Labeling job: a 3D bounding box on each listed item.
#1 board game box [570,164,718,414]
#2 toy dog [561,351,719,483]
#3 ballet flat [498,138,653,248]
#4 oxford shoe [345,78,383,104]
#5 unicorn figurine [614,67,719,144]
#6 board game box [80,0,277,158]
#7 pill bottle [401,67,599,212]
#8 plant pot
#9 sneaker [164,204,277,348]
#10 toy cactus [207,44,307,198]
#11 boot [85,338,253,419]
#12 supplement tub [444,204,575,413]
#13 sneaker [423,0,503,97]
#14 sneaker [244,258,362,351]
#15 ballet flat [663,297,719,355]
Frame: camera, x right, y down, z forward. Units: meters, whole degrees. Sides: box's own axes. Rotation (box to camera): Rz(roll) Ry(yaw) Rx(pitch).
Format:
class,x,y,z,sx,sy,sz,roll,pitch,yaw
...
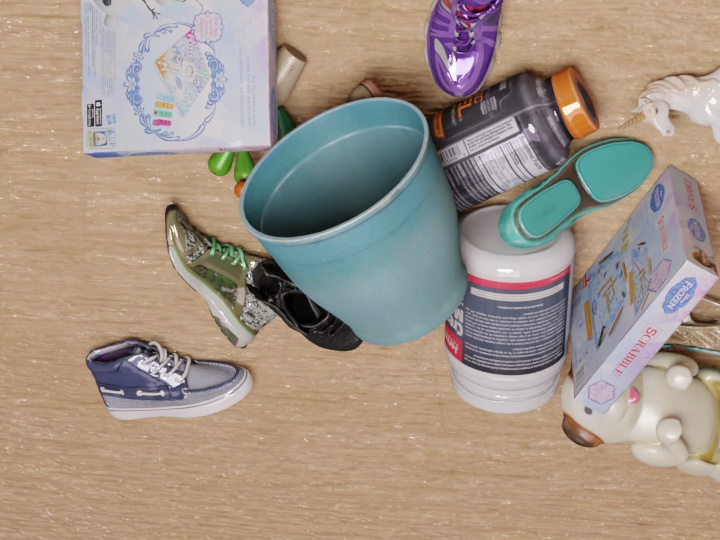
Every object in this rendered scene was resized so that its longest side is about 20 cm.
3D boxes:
class,x,y,z,sx,sy,sz,roll,pitch,yaw
board game box,0.292,0.018,1.393,0.041,0.200,0.200,27,122,-10
toy dog,0.324,0.149,1.490,0.199,0.194,0.140,14,89,-20
ballet flat,0.219,-0.082,1.392,0.068,0.200,0.070,62,154,-4
oxford shoe,-0.013,-0.113,1.398,0.075,0.071,0.201,-20,143,-25
unicorn figurine,0.374,-0.174,1.345,0.137,0.074,0.200,42,104,-6
board game box,-0.185,-0.220,1.354,0.198,0.043,0.201,-1,88,10
pill bottle,0.145,-0.137,1.375,0.199,0.106,0.106,-24,115,21
plant pot,0.010,-0.033,1.302,0.199,0.201,0.188,-17,128,18
sneaker,-0.154,-0.007,1.530,0.088,0.077,0.200,-28,120,10
toy cactus,-0.121,-0.168,1.414,0.200,0.102,0.165,37,110,-4
boot,-0.236,0.127,1.613,0.199,0.073,0.091,-10,125,15
supplement tub,0.163,0.042,1.461,0.139,0.141,0.201,3,121,7
sneaker,0.107,-0.262,1.318,0.080,0.084,0.201,11,123,2
sneaker,-0.058,0.048,1.496,0.200,0.104,0.060,38,91,-29
ballet flat,0.361,0.059,1.498,0.199,0.071,0.066,4,96,3
